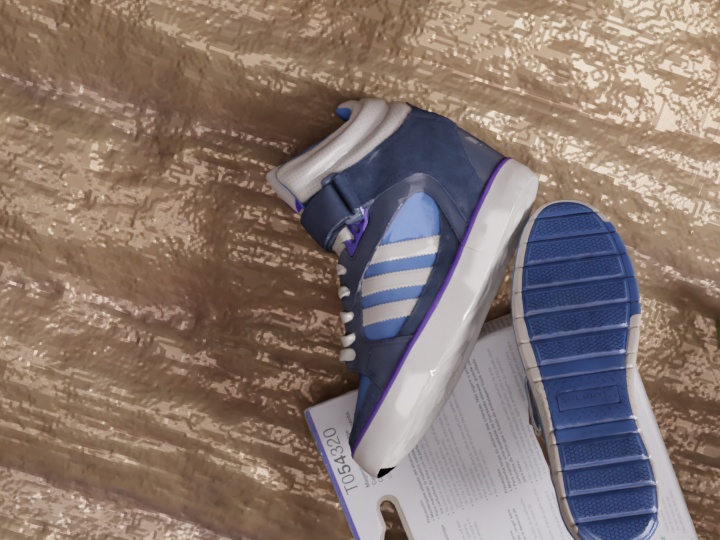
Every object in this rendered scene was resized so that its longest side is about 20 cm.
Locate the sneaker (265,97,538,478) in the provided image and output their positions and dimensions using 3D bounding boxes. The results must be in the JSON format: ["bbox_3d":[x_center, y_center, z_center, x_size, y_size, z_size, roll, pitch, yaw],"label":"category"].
[{"bbox_3d":[0.000,0.000,0.795,0.146,0.081,0.201,26,91,16],"label":"sneaker"}]

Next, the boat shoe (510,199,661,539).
[{"bbox_3d":[0.120,0.062,0.779,0.072,0.072,0.201,-3,73,-3],"label":"boat shoe"}]

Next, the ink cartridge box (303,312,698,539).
[{"bbox_3d":[0.091,0.133,0.852,0.199,0.043,0.198,-20,100,4],"label":"ink cartridge box"}]

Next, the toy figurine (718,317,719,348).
[{"bbox_3d":[0.336,0.087,0.830,0.183,0.150,0.201,-15,77,-13],"label":"toy figurine"}]
